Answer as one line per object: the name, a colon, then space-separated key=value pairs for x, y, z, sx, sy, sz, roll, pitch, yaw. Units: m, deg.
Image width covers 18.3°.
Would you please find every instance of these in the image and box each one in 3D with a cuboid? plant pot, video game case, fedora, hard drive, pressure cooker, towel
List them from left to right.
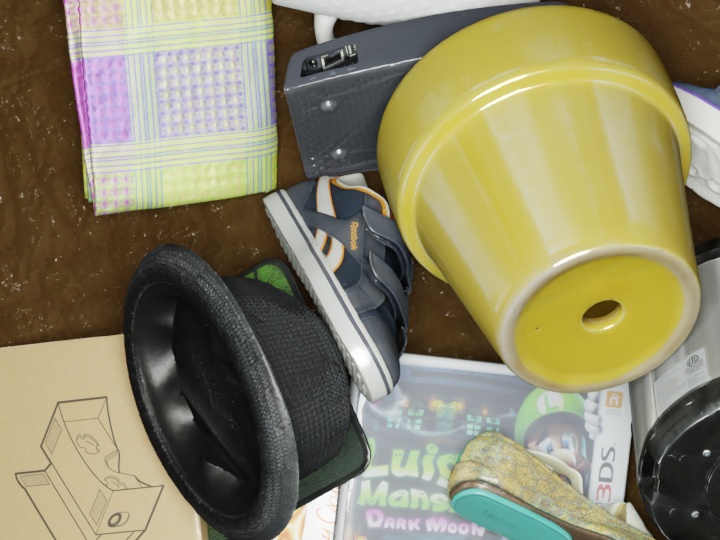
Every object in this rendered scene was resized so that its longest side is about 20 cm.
towel: x=-0.128 y=-0.145 z=1.525 sx=0.143 sy=0.023 sz=0.202 roll=-8 pitch=101 yaw=-14
fedora: x=-0.071 y=0.071 z=1.441 sx=0.091 sy=0.200 sz=0.202 roll=-16 pitch=88 yaw=-33
hard drive: x=0.052 y=-0.122 z=1.499 sx=0.199 sy=0.135 sz=0.043 roll=-11 pitch=63 yaw=1
video game case: x=0.082 y=0.153 z=1.512 sx=0.199 sy=0.023 sz=0.183 roll=7 pitch=90 yaw=-13
plant pot: x=0.126 y=-0.032 z=1.414 sx=0.200 sy=0.201 sz=0.190 roll=-20 pitch=46 yaw=2
pressure cooker: x=0.260 y=0.072 z=1.447 sx=0.175 sy=0.201 sz=0.179 roll=-7 pitch=128 yaw=6

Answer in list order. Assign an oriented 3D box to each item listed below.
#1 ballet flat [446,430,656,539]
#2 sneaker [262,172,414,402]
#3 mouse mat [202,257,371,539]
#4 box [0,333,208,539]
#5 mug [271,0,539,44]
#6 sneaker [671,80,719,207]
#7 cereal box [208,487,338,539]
ballet flat: x=0.147 y=0.170 z=1.489 sx=0.199 sy=0.071 sz=0.071 roll=33 pitch=91 yaw=-14
sneaker: x=0.000 y=0.000 z=1.480 sx=0.079 sy=0.079 sz=0.200 roll=-24 pitch=44 yaw=-4
mouse mat: x=-0.103 y=0.104 z=1.517 sx=0.199 sy=0.008 sz=0.162 roll=-30 pitch=76 yaw=18
box: x=-0.183 y=0.146 z=1.529 sx=0.162 sy=0.021 sz=0.202 roll=-7 pitch=83 yaw=19
mug: x=0.034 y=-0.212 z=1.503 sx=0.174 sy=0.148 sz=0.201 roll=10 pitch=120 yaw=-8
sneaker: x=0.302 y=-0.105 z=1.522 sx=0.199 sy=0.081 sz=0.147 roll=32 pitch=65 yaw=23
cereal box: x=-0.039 y=0.166 z=1.542 sx=0.199 sy=0.040 sz=0.145 roll=11 pitch=89 yaw=3
